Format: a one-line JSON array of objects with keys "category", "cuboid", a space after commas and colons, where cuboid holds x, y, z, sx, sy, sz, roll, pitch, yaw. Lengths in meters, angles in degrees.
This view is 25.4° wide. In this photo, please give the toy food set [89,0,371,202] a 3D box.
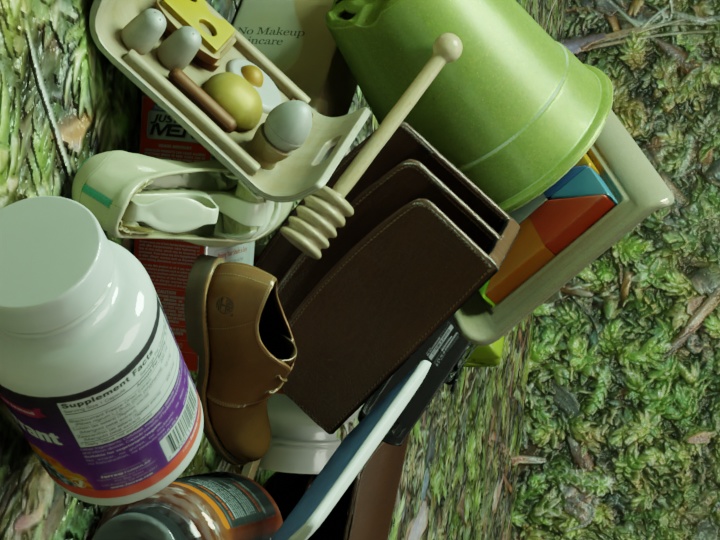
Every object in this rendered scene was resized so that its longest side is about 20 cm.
[{"category": "toy food set", "cuboid": [-0.087, -0.149, 1.133, 0.060, 0.200, 0.144, -41, -169, 30]}]

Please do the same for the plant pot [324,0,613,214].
[{"category": "plant pot", "cuboid": [0.071, -0.168, 1.301, 0.190, 0.200, 0.200, 50, 38, -26]}]

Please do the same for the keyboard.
[{"category": "keyboard", "cuboid": [0.062, 0.062, 1.394, 0.200, 0.040, 0.104, -54, 142, -12]}]

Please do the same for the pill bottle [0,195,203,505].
[{"category": "pill bottle", "cuboid": [-0.170, 0.049, 0.974, 0.200, 0.111, 0.111, 76, 24, -51]}]

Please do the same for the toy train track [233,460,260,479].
[{"category": "toy train track", "cuboid": [-0.133, 0.241, 1.360, 0.115, 0.033, 0.200, 84, 23, -61]}]

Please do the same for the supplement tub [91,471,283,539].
[{"category": "supplement tub", "cuboid": [-0.132, 0.207, 1.190, 0.200, 0.107, 0.107, 17, 79, -75]}]

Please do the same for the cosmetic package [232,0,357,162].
[{"category": "cosmetic package", "cuboid": [-0.060, -0.167, 1.340, 0.071, 0.105, 0.200, 75, 23, -49]}]

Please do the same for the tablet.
[{"category": "tablet", "cuboid": [-0.019, 0.154, 1.181, 0.130, 0.014, 0.200, -49, -178, 43]}]

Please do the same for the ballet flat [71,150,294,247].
[{"category": "ballet flat", "cuboid": [-0.107, -0.044, 1.112, 0.200, 0.069, 0.070, -1, 98, -44]}]

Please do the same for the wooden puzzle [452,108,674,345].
[{"category": "wooden puzzle", "cuboid": [0.140, -0.052, 1.316, 0.037, 0.200, 0.185, 45, 14, -36]}]

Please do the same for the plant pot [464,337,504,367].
[{"category": "plant pot", "cuboid": [0.056, -0.003, 1.580, 0.181, 0.199, 0.200, 120, -26, -89]}]

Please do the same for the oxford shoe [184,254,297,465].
[{"category": "oxford shoe", "cuboid": [-0.081, 0.077, 1.178, 0.200, 0.071, 0.071, 85, 18, -44]}]

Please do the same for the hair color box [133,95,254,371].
[{"category": "hair color box", "cuboid": [-0.125, -0.032, 1.218, 0.111, 0.064, 0.200, -20, 117, -73]}]

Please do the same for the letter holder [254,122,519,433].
[{"category": "letter holder", "cuboid": [0.000, 0.000, 1.244, 0.200, 0.142, 0.101, -46, -177, 25]}]

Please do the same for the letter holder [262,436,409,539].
[{"category": "letter holder", "cuboid": [-0.029, 0.213, 1.560, 0.200, 0.101, 0.142, -25, 130, -74]}]

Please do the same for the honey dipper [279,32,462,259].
[{"category": "honey dipper", "cuboid": [0.012, -0.098, 1.192, 0.200, 0.038, 0.038, -55, 160, -7]}]

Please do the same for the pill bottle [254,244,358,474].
[{"category": "pill bottle", "cuboid": [-0.051, 0.079, 1.445, 0.112, 0.112, 0.200, 5, 89, -76]}]
